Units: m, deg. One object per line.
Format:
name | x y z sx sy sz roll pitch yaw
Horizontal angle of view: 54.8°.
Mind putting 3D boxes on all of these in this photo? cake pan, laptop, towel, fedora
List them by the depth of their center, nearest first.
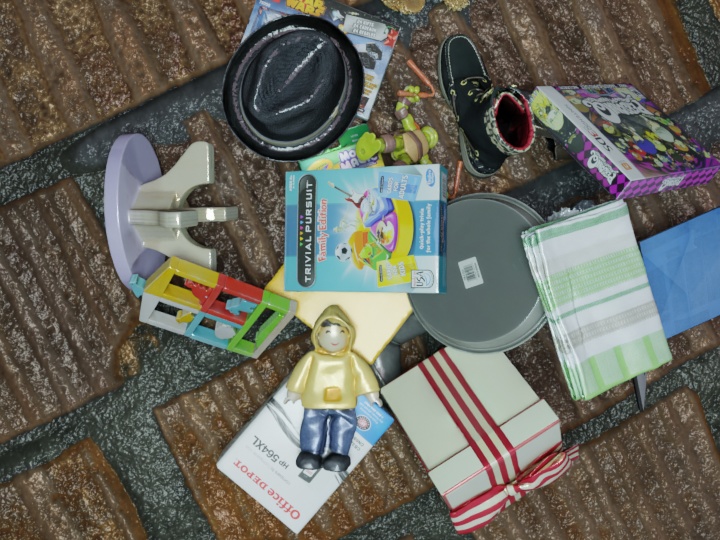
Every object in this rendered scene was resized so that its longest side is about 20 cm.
towel | 0.275 0.030 0.791 0.148 0.031 0.201 -18 90 -19
cake pan | 0.142 0.002 0.847 0.199 0.037 0.202 -2 85 25
fedora | -0.088 -0.242 0.892 0.199 0.092 0.202 0 91 -3
laptop | 0.423 0.052 0.923 0.115 0.200 0.188 -4 127 29

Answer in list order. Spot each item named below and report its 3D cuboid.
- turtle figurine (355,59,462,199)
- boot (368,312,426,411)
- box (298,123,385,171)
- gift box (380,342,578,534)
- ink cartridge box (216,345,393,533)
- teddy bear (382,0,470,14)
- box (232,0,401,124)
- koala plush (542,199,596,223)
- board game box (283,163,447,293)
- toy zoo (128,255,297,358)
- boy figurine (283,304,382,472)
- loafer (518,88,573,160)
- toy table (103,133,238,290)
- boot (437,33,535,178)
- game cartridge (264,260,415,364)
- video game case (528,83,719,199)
turtle figurine | 0.059 -0.173 0.938 0.161 0.064 0.201 -33 110 -46
boot | 0.085 0.080 0.967 0.199 0.073 0.183 -28 94 -10
box | -0.011 -0.096 0.963 0.117 0.048 0.201 -18 90 -4
gift box | 0.160 0.214 0.891 0.184 0.200 0.187 -34 51 0
ink cartridge box | -0.074 0.225 0.941 0.146 0.084 0.200 41 87 -3
teddy bear | 0.101 -0.430 0.967 0.145 0.067 0.201 29 82 -13
box | -0.060 -0.304 0.961 0.199 0.040 0.138 21 90 -4
koala plush | 0.266 0.004 0.906 0.183 0.200 0.179 -11 92 -4
board game box | 0.005 -0.048 0.854 0.199 0.047 0.152 0 88 19
toy zoo | -0.198 0.047 0.892 0.199 0.131 0.021 22 47 -21
boy figurine | -0.032 0.145 0.871 0.124 0.064 0.201 7 91 3
loafer | 0.294 -0.186 0.979 0.199 0.073 0.071 23 101 -1
toy table | -0.243 -0.073 0.890 0.116 0.184 0.201 1 109 11
boot | 0.167 -0.233 0.919 0.073 0.154 0.205 -14 91 -9
game cartridge | 0.000 0.000 0.921 0.176 0.032 0.200 38 90 2
video game case | 0.336 -0.172 0.887 0.199 0.036 0.182 -11 54 -33
